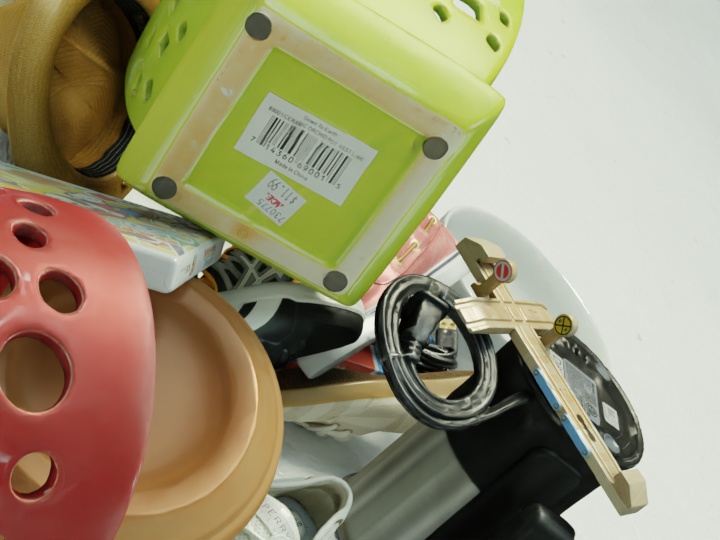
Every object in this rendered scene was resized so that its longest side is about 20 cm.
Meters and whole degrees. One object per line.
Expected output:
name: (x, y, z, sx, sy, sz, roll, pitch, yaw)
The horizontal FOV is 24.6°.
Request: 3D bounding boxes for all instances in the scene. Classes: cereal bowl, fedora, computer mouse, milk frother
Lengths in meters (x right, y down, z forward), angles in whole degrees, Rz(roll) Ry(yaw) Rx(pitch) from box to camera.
cereal bowl: (0.115, 0.047, 1.390, 0.200, 0.083, 0.201, 37, 29, -24)
fedora: (-0.197, -0.130, 1.101, 0.081, 0.203, 0.200, 16, 16, 22)
computer mouse: (0.028, -0.004, 1.271, 0.140, 0.046, 0.201, 33, 30, -27)
milk frother: (0.047, 0.114, 1.072, 0.200, 0.188, 0.181, 45, 26, -4)

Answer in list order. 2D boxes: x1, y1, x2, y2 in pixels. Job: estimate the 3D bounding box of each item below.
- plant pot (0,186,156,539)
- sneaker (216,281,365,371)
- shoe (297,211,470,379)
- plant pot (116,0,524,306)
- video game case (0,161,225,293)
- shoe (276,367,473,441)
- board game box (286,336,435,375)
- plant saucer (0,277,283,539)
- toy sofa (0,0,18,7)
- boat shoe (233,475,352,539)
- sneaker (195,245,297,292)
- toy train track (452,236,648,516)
plant pot: (-0.218, 0.053, 0.745, 0.181, 0.201, 0.202, 12, 43, -38)
sneaker: (-0.086, 0.073, 1.004, 0.198, 0.073, 0.113, -3, 67, -20)
shoe: (0.000, 0.000, 1.154, 0.091, 0.071, 0.200, 57, 38, 0)
plant pot: (-0.027, -0.111, 1.001, 0.199, 0.199, 0.182, 30, 30, -15)
video game case: (-0.184, -0.035, 0.939, 0.198, 0.023, 0.182, 18, 7, 1)
shoe: (0.011, 0.098, 1.159, 0.198, 0.054, 0.070, 2, 4, -33)
board game box: (-0.018, 0.013, 1.276, 0.152, 0.040, 0.201, 20, 37, -44)
plant saucer: (-0.135, 0.071, 0.914, 0.198, 0.038, 0.202, 10, 56, -15)
toy sofa: (-0.319, -0.224, 1.086, 0.199, 0.083, 0.098, 35, 27, -25)
boat shoe: (-0.068, 0.157, 0.968, 0.071, 0.069, 0.200, 54, 27, 8)
sneaker: (-0.085, 0.015, 1.135, 0.077, 0.078, 0.201, 36, 29, -14)
toy train track: (0.123, 0.056, 1.016, 0.114, 0.032, 0.201, 4, 50, -55)
